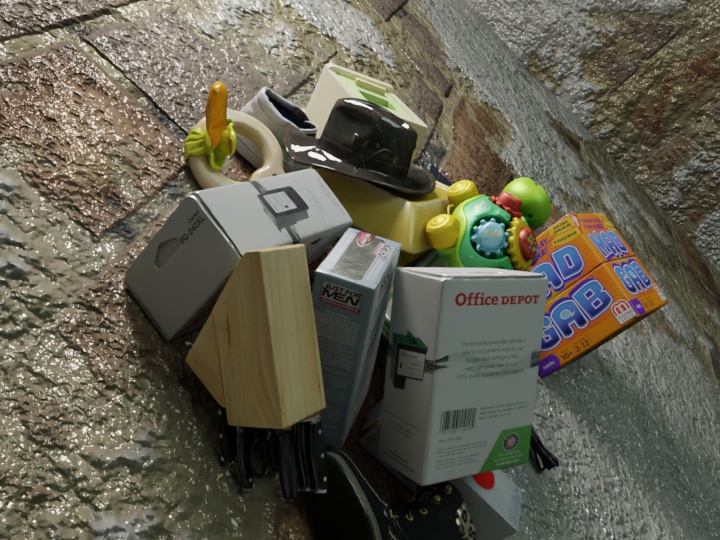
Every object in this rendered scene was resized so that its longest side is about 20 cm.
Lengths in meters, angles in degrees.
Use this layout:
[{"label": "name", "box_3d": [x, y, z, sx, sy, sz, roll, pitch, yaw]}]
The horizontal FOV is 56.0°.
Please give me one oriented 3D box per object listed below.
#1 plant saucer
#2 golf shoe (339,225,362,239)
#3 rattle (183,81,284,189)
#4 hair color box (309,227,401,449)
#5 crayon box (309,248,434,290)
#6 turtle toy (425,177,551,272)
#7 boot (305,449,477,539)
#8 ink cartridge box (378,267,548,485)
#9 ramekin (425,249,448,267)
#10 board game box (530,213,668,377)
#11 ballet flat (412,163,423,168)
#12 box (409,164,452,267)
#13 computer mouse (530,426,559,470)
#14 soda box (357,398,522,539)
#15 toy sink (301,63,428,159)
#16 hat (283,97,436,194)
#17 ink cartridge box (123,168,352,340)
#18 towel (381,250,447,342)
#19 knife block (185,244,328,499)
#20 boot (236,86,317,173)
[{"label": "plant saucer", "box_3d": [0.041, -0.097, 0.873, 0.199, 0.049, 0.199, 30, 25, 27]}, {"label": "golf shoe", "box_3d": [0.008, -0.103, 0.993, 0.098, 0.078, 0.200, 56, 26, -21]}, {"label": "rattle", "box_3d": [-0.111, -0.141, 0.846, 0.200, 0.143, 0.131, 37, 42, -11]}, {"label": "hair color box", "box_3d": [-0.016, 0.071, 0.691, 0.060, 0.201, 0.099, 17, 31, 10]}, {"label": "crayon box", "box_3d": [0.000, 0.000, 0.851, 0.052, 0.125, 0.200, 59, 32, 4]}, {"label": "turtle toy", "box_3d": [0.167, -0.041, 0.822, 0.200, 0.100, 0.146, -56, 128, -41]}, {"label": "boot", "box_3d": [0.038, 0.252, 0.682, 0.201, 0.073, 0.150, 58, 34, 7]}, {"label": "ink cartridge box", "box_3d": [0.104, 0.098, 0.688, 0.145, 0.084, 0.202, 1, 97, -34]}, {"label": "ramekin", "box_3d": [0.129, 0.079, 0.953, 0.199, 0.098, 0.201, 31, 36, -26]}, {"label": "board game box", "box_3d": [0.381, 0.038, 1.204, 0.199, 0.200, 0.201, -7, 61, -53]}, {"label": "ballet flat", "box_3d": [0.082, -0.160, 1.201, 0.199, 0.068, 0.064, 12, 19, -45]}, {"label": "box", "box_3d": [0.138, -0.048, 1.093, 0.200, 0.104, 0.148, 41, 33, -11]}, {"label": "computer mouse", "box_3d": [0.196, 0.230, 0.925, 0.199, 0.044, 0.110, 6, 52, -47]}, {"label": "soda box", "box_3d": [0.094, 0.227, 0.781, 0.200, 0.068, 0.064, 44, 32, -7]}, {"label": "toy sink", "box_3d": [-0.006, -0.238, 1.049, 0.130, 0.113, 0.200, 12, 29, -32]}, {"label": "hat", "box_3d": [0.008, -0.165, 0.836, 0.199, 0.081, 0.201, 14, 23, -6]}, {"label": "ink cartridge box", "box_3d": [-0.122, -0.022, 0.711, 0.084, 0.145, 0.200, 52, 32, 8]}, {"label": "towel", "box_3d": [0.110, 0.087, 0.822, 0.200, 0.023, 0.152, 52, 49, 0]}, {"label": "knife block", "box_3d": [-0.069, 0.102, 0.608, 0.176, 0.201, 0.064, 44, 28, 20]}, {"label": "boot", "box_3d": [-0.087, -0.161, 0.947, 0.200, 0.095, 0.074, 40, 33, -17]}]
